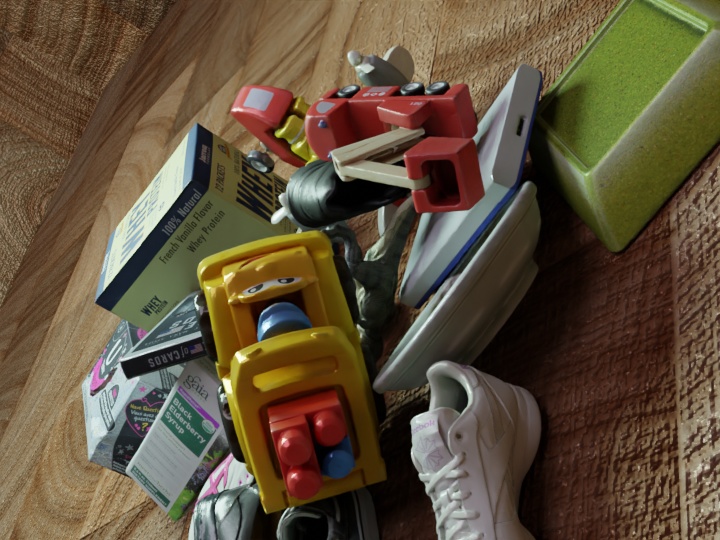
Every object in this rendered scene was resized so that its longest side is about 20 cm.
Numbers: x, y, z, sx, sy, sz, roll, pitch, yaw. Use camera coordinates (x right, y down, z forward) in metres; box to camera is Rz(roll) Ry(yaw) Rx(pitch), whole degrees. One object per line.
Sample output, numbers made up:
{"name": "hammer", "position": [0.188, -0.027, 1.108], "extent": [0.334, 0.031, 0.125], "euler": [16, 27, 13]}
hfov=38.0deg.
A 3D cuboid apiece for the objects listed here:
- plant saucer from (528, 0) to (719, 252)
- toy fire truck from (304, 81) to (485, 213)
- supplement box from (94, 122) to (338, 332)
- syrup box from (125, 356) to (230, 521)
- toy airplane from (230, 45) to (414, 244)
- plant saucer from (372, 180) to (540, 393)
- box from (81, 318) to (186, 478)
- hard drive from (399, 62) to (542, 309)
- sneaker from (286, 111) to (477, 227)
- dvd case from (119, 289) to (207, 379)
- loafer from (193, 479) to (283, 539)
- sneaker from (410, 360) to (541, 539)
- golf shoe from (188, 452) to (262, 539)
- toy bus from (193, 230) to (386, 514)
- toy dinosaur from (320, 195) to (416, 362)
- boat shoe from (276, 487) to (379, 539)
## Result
{"name": "plant saucer", "position": [0.211, -0.140, 0.812], "extent": [0.200, 0.048, 0.200], "euler": [-51, 24, 15]}
{"name": "toy fire truck", "position": [0.024, -0.103, 0.847], "extent": [0.199, 0.049, 0.141], "euler": [5, 35, 34]}
{"name": "supplement box", "position": [-0.163, -0.018, 1.204], "extent": [0.200, 0.199, 0.134], "euler": [-47, 26, 23]}
{"name": "syrup box", "position": [-0.155, 0.156, 1.051], "extent": [0.081, 0.079, 0.200], "euler": [-38, -14, -50]}
{"name": "toy airplane", "position": [-0.010, -0.117, 1.039], "extent": [0.141, 0.198, 0.201], "euler": [125, 127, -71]}
{"name": "plant saucer", "position": [0.086, 0.024, 0.805], "extent": [0.200, 0.050, 0.200], "euler": [-54, -2, -3]}
{"name": "box", "position": [-0.244, 0.156, 1.236], "extent": [0.115, 0.132, 0.200], "euler": [-57, 24, 6]}
{"name": "hard drive", "position": [0.093, -0.067, 0.902], "extent": [0.200, 0.025, 0.132], "euler": [124, 167, -55]}
{"name": "sneaker", "position": [0.033, -0.094, 0.949], "extent": [0.200, 0.076, 0.091], "euler": [-34, 18, -18]}
{"name": "dvd case", "position": [-0.134, 0.041, 1.037], "extent": [0.150, 0.025, 0.200], "euler": [-18, 13, 16]}
{"name": "loafer", "position": [-0.086, 0.264, 0.847], "extent": [0.072, 0.073, 0.201], "euler": [-30, 56, 21]}
{"name": "sneaker", "position": [0.065, 0.150, 0.685], "extent": [0.075, 0.099, 0.200], "euler": [-35, 34, 38]}
{"name": "golf shoe", "position": [-0.100, 0.195, 0.956], "extent": [0.200, 0.072, 0.092], "euler": [-58, 2, 2]}
{"name": "toy bus", "position": [-0.051, 0.086, 0.810], "extent": [0.135, 0.201, 0.192], "euler": [-14, 13, -4]}
{"name": "toy dinosaur", "position": [0.000, 0.000, 0.934], "extent": [0.047, 0.088, 0.201], "euler": [-65, -6, -66]}
{"name": "boat shoe", "position": [-0.029, 0.208, 0.831], "extent": [0.072, 0.071, 0.200], "euler": [-55, 23, 7]}
